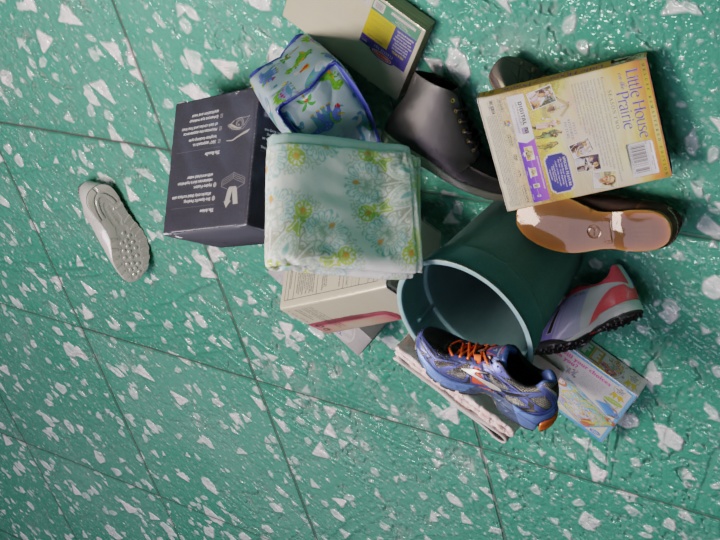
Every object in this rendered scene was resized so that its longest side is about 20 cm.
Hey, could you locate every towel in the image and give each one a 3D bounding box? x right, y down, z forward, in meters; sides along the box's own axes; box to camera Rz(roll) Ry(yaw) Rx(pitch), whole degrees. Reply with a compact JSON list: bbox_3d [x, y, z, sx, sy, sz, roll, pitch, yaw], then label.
[{"bbox_3d":[-0.019,-0.078,1.550,0.197,0.173,0.048,4,157,-14],"label":"towel"},{"bbox_3d":[0.160,0.128,1.724,0.199,0.191,0.032,36,126,11],"label":"towel"}]

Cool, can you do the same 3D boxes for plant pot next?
[{"bbox_3d":[0.180,0.012,1.640,0.199,0.196,0.202,25,140,23],"label":"plant pot"}]

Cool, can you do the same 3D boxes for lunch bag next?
[{"bbox_3d":[-0.043,-0.191,1.676,0.200,0.127,0.170,50,-178,-30],"label":"lunch bag"}]

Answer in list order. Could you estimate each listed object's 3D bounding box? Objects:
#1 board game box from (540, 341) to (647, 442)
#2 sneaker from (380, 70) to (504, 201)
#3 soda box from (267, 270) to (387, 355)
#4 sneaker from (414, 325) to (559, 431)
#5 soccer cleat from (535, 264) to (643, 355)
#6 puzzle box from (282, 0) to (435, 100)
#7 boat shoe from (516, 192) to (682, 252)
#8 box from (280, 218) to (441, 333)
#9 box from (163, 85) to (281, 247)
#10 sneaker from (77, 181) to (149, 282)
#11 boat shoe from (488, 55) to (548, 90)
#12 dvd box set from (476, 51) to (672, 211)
[{"bbox_3d":[0.293,0.143,1.797,0.199,0.034,0.135,37,143,11],"label":"board game box"},{"bbox_3d":[0.134,-0.169,1.615,0.198,0.075,0.107,26,114,-2],"label":"sneaker"},{"bbox_3d":[-0.047,0.036,1.993,0.200,0.068,0.064,42,144,2],"label":"soda box"},{"bbox_3d":[0.159,0.115,1.548,0.198,0.075,0.079,25,132,12],"label":"sneaker"},{"bbox_3d":[0.289,0.059,1.684,0.199,0.068,0.074,-32,66,46],"label":"soccer cleat"},{"bbox_3d":[-0.005,-0.325,1.635,0.199,0.025,0.133,38,143,9],"label":"puzzle box"},{"bbox_3d":[0.293,-0.059,1.550,0.198,0.070,0.071,10,111,26],"label":"boat shoe"},{"bbox_3d":[0.000,0.000,1.759,0.198,0.129,0.109,-12,151,39],"label":"box"},{"bbox_3d":[-0.174,-0.144,1.814,0.117,0.203,0.195,13,169,-43],"label":"box"},{"bbox_3d":[-0.446,-0.072,2.280,0.080,0.076,0.202,14,131,50],"label":"sneaker"},{"bbox_3d":[0.220,-0.168,1.531,0.200,0.074,0.073,49,143,-4],"label":"boat shoe"},{"bbox_3d":[0.248,-0.158,1.461,0.198,0.029,0.148,-12,113,18],"label":"dvd box set"}]
